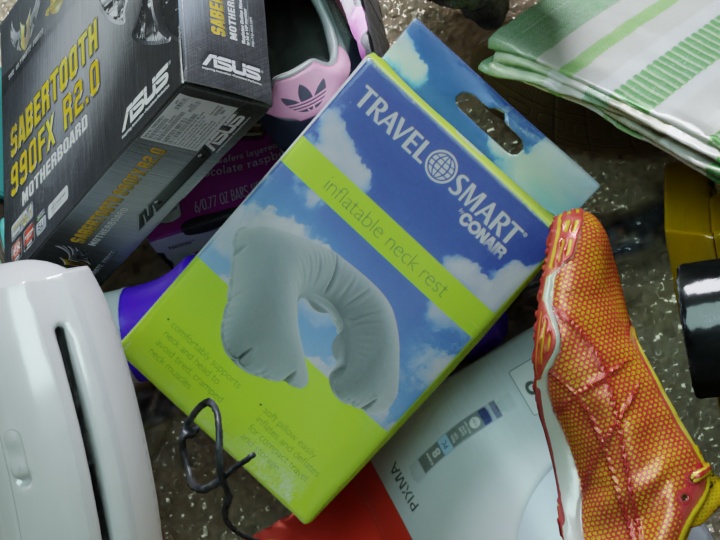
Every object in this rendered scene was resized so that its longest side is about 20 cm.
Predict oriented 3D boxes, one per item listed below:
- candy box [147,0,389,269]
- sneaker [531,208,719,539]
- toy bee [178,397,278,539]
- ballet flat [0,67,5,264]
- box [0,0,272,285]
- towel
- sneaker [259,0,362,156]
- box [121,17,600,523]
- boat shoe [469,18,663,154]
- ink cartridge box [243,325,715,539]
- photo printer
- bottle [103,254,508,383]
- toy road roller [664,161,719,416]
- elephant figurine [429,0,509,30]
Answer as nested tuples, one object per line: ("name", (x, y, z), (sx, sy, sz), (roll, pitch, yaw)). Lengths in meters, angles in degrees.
("candy box", (-0.054, -0.108, 1.010), (0.135, 0.061, 0.202), (-17, 62, 9))
("sneaker", (0.114, 0.072, 0.812), (0.076, 0.073, 0.202), (-10, 86, 10))
("toy bee", (-0.042, 0.168, 0.850), (0.108, 0.201, 0.132), (8, 39, -27))
("ballet flat", (-0.200, -0.021, 1.014), (0.070, 0.071, 0.202), (-22, 62, 6))
("box", (-0.114, -0.101, 0.929), (0.200, 0.048, 0.160), (-39, 49, 47))
("towel", (0.172, -0.089, 0.855), (0.199, 0.024, 0.152), (30, 50, 34))
("sneaker", (-0.047, -0.144, 0.943), (0.070, 0.082, 0.201), (-28, 62, 0))
("box", (0.000, 0.000, 0.872), (0.122, 0.048, 0.200), (41, 100, 0))
("boat shoe", (0.155, -0.105, 0.948), (0.198, 0.074, 0.070), (4, 43, 16))
("ink cartridge box", (0.051, 0.135, 0.875), (0.199, 0.047, 0.161), (-30, 61, 0))
("photo printer", (-0.151, 0.080, 0.857), (0.069, 0.199, 0.168), (-13, 92, -27))
("bottle", (-0.030, 0.016, 0.941), (0.198, 0.065, 0.084), (-10, 78, 12))
("toy road roller", (0.205, 0.030, 0.855), (0.122, 0.147, 0.201), (-8, 27, 13))
("elephant figurine", (0.038, -0.175, 0.907), (0.140, 0.155, 0.202), (-2, 62, 12))
